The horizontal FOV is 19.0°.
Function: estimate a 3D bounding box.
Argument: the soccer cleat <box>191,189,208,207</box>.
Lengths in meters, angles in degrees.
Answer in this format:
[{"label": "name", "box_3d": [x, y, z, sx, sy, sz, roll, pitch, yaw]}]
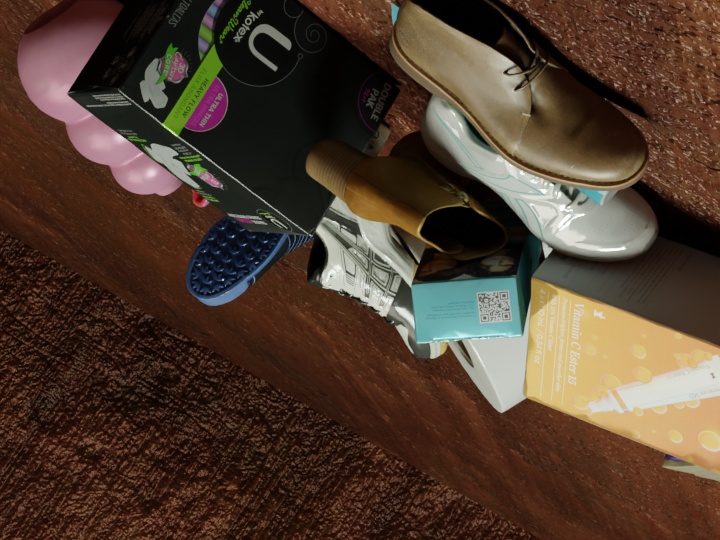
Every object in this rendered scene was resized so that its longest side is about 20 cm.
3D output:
[{"label": "soccer cleat", "box_3d": [-0.202, -0.142, 2.209, 0.068, 0.073, 0.200, 20, 164, 49]}]

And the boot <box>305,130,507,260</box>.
[{"label": "boot", "box_3d": [0.064, -0.052, 1.673, 0.144, 0.071, 0.201, 33, -160, 35]}]

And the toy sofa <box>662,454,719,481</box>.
[{"label": "toy sofa", "box_3d": [0.337, 0.138, 1.847, 0.097, 0.083, 0.200, 15, 171, -6]}]

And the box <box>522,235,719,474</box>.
[{"label": "box", "box_3d": [0.233, 0.058, 1.620, 0.199, 0.097, 0.125, 20, 133, 24]}]

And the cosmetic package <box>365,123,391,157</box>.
[{"label": "cosmetic package", "box_3d": [-0.084, -0.147, 1.853, 0.200, 0.073, 0.103, 36, 169, -19]}]

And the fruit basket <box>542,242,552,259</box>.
[{"label": "fruit basket", "box_3d": [0.224, 0.035, 1.746, 0.185, 0.094, 0.200, 28, 165, 23]}]

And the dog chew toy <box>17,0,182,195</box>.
[{"label": "dog chew toy", "box_3d": [-0.229, -0.157, 2.000, 0.200, 0.124, 0.124, 56, 162, -19]}]

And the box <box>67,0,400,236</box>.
[{"label": "box", "box_3d": [-0.100, -0.142, 1.712, 0.200, 0.149, 0.124, 38, 167, -24]}]

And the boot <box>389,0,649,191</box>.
[{"label": "boot", "box_3d": [0.108, -0.123, 1.438, 0.200, 0.074, 0.075, 33, 160, 6]}]

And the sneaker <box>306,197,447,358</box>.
[{"label": "sneaker", "box_3d": [0.000, 0.000, 1.822, 0.200, 0.088, 0.076, 59, 174, -18]}]

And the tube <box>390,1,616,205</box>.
[{"label": "tube", "box_3d": [0.104, -0.122, 1.521, 0.200, 0.050, 0.077, 35, 163, 13]}]

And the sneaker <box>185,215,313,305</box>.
[{"label": "sneaker", "box_3d": [-0.077, -0.037, 1.979, 0.070, 0.200, 0.078, 36, 167, 28]}]

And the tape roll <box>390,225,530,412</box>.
[{"label": "tape roll", "box_3d": [0.099, 0.021, 1.883, 0.203, 0.071, 0.202, 59, 177, 5]}]

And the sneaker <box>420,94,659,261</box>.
[{"label": "sneaker", "box_3d": [0.130, -0.073, 1.585, 0.200, 0.071, 0.080, 32, 167, 7]}]

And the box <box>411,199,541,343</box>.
[{"label": "box", "box_3d": [0.092, -0.003, 1.678, 0.082, 0.049, 0.200, -4, -162, 10]}]
